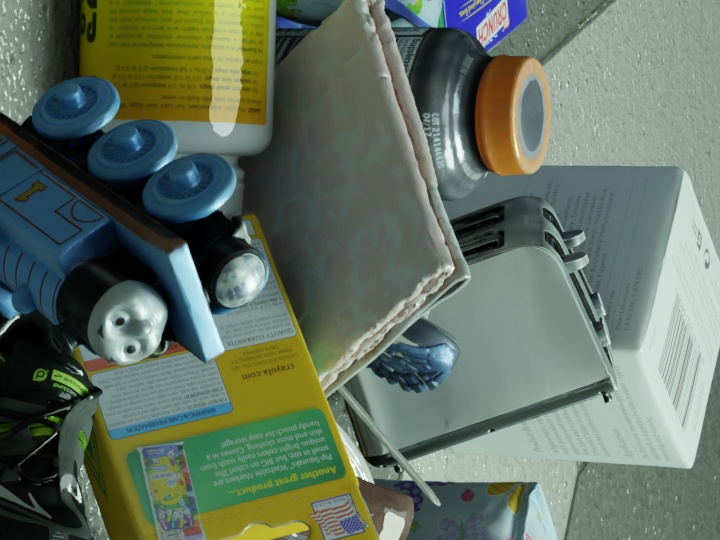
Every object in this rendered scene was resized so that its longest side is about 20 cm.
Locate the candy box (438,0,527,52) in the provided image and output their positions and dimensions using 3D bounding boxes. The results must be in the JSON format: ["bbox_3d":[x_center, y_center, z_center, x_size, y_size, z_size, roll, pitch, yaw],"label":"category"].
[{"bbox_3d":[0.051,-0.250,1.761,0.169,0.077,0.201,-43,130,-60],"label":"candy box"}]

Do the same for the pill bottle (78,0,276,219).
[{"bbox_3d":[-0.101,-0.127,1.377,0.109,0.109,0.202,-2,93,-66],"label":"pill bottle"}]

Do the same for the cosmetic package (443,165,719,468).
[{"bbox_3d":[0.151,0.033,1.860,0.165,0.199,0.166,62,38,-49],"label":"cosmetic package"}]

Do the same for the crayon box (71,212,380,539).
[{"bbox_3d":[-0.085,0.077,1.310,0.052,0.125,0.201,116,-43,-56],"label":"crayon box"}]

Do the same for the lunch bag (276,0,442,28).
[{"bbox_3d":[-0.018,-0.241,1.541,0.200,0.127,0.171,20,74,-76],"label":"lunch bag"}]

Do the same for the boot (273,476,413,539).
[{"bbox_3d":[-0.037,0.121,1.510,0.166,0.072,0.201,14,97,-37],"label":"boot"}]

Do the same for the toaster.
[{"bbox_3d":[0.064,0.041,1.645,0.181,0.199,0.119,-70,140,-78],"label":"toaster"}]

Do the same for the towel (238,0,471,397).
[{"bbox_3d":[-0.029,-0.025,1.389,0.032,0.200,0.192,10,51,-40],"label":"towel"}]

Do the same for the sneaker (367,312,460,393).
[{"bbox_3d":[0.000,0.000,1.454,0.085,0.200,0.077,-51,130,-5],"label":"sneaker"}]

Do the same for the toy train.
[{"bbox_3d":[-0.130,-0.018,1.208,0.114,0.200,0.087,-35,132,-19],"label":"toy train"}]

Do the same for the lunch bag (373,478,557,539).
[{"bbox_3d":[0.056,0.244,1.696,0.201,0.168,0.128,70,30,-42],"label":"lunch bag"}]

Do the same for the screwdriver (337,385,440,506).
[{"bbox_3d":[-0.018,0.072,1.557,0.029,0.028,0.200,-34,87,-39],"label":"screwdriver"}]

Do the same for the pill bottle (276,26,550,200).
[{"bbox_3d":[0.014,-0.096,1.532,0.106,0.199,0.107,3,90,-67],"label":"pill bottle"}]

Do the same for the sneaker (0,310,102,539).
[{"bbox_3d":[-0.163,0.081,1.194,0.083,0.070,0.200,-60,-154,21],"label":"sneaker"}]

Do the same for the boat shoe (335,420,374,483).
[{"bbox_3d":[-0.054,0.110,1.561,0.069,0.071,0.201,-51,125,-37],"label":"boat shoe"}]
